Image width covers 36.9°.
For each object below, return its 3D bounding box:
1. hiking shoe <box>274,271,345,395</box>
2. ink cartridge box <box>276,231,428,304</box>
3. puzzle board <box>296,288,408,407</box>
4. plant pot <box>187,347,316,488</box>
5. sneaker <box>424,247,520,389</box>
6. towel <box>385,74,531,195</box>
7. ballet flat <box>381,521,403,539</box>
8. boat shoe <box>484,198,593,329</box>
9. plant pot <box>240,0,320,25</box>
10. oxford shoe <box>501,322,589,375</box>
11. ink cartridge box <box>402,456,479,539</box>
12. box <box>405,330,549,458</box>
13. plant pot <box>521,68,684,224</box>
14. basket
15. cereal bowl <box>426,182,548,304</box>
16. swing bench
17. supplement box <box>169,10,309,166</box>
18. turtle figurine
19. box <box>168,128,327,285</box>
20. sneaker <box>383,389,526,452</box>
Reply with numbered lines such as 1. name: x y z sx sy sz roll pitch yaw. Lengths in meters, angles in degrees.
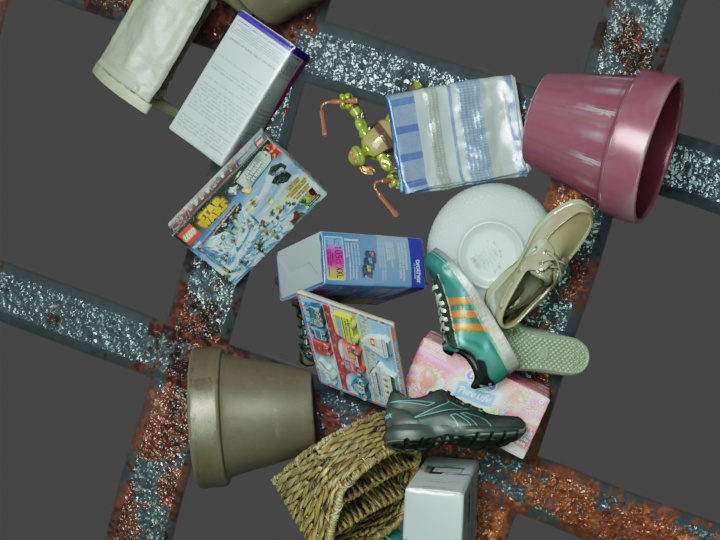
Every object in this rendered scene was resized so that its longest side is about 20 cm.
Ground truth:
1. hiking shoe: -0.068 0.089 1.593 0.200 0.076 0.101 45 95 4
2. ink cartridge box: 0.000 0.000 1.516 0.197 0.136 0.078 1 78 -32
3. puzzle board: -0.009 0.118 1.485 0.149 0.202 0.017 19 54 25
4. plant pot: -0.152 0.205 1.554 0.171 0.200 0.204 -4 92 -1
5. sneaker: 0.134 0.067 1.473 0.079 0.071 0.202 -32 82 -4
6. towel: 0.140 -0.192 1.534 0.196 0.024 0.150 -10 94 -11
7. ballet flat: 0.003 0.373 1.605 0.067 0.067 0.201 -42 87 25
8. boat shoe: 0.248 -0.005 1.458 0.072 0.065 0.201 34 106 -25
9. plant pot: -0.094 -0.446 1.529 0.174 0.200 0.201 -40 86 27
10. oxford shoe: 0.226 0.108 1.535 0.196 0.058 0.077 13 88 -8
11. ink cartridge box: 0.114 0.355 1.514 0.082 0.200 0.148 3 94 12
12. box: 0.164 0.175 1.545 0.198 0.103 0.096 26 97 8
13. plant pot: 0.323 -0.185 1.466 0.177 0.199 0.203 20 96 23
14. basket: 0.005 0.296 1.497 0.143 0.199 0.150 -43 72 34
15. cereal bowl: 0.189 -0.023 1.541 0.196 0.083 0.204 1 94 8
16. swing bench: -0.274 -0.336 1.543 0.129 0.200 0.201 34 98 6
17. supplement box: -0.176 -0.261 1.581 0.103 0.101 0.202 33 97 6
18. turtle figurine: 0.045 -0.189 1.566 0.160 0.064 0.202 -34 79 2
19. box: -0.165 -0.091 1.580 0.200 0.040 0.137 -43 127 9
20. sneaker: 0.128 0.198 1.462 0.196 0.076 0.081 2 62 -7
